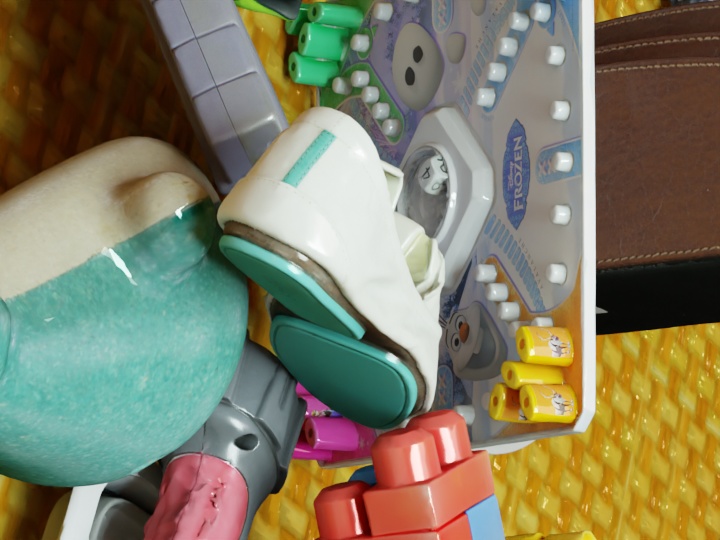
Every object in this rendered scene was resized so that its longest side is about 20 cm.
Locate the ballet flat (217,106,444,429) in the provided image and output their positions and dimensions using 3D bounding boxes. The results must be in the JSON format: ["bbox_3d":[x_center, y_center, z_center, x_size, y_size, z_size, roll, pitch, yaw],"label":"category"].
[{"bbox_3d":[0.000,0.000,0.986,0.200,0.069,0.070,64,31,-69],"label":"ballet flat"}]

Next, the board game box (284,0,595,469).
[{"bbox_3d":[0.025,-0.029,1.139,0.026,0.200,0.201,5,80,-30],"label":"board game box"}]

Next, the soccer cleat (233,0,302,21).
[{"bbox_3d":[-0.038,-0.156,1.066,0.200,0.081,0.068,108,6,-69],"label":"soccer cleat"}]

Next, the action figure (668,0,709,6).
[{"bbox_3d":[0.187,-0.179,1.475,0.193,0.104,0.201,20,66,-42],"label":"action figure"}]

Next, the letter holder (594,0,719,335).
[{"bbox_3d":[0.107,-0.054,1.207,0.100,0.199,0.143,21,68,-52],"label":"letter holder"}]

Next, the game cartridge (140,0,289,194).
[{"bbox_3d":[-0.045,-0.057,1.073,0.130,0.038,0.200,62,-2,27],"label":"game cartridge"}]

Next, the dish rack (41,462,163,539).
[{"bbox_3d":[-0.064,0.182,1.067,0.200,0.043,0.172,42,43,-32],"label":"dish rack"}]

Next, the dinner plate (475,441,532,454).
[{"bbox_3d":[0.049,-0.016,1.313,0.200,0.024,0.201,15,72,-54],"label":"dinner plate"}]

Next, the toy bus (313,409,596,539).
[{"bbox_3d":[0.017,0.154,0.997,0.200,0.135,0.193,-29,110,-61],"label":"toy bus"}]

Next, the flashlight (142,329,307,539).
[{"bbox_3d":[-0.068,0.105,1.008,0.068,0.068,0.201,39,44,-22],"label":"flashlight"}]

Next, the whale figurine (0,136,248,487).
[{"bbox_3d":[-0.107,0.028,0.955,0.104,0.159,0.200,60,17,-1],"label":"whale figurine"}]
